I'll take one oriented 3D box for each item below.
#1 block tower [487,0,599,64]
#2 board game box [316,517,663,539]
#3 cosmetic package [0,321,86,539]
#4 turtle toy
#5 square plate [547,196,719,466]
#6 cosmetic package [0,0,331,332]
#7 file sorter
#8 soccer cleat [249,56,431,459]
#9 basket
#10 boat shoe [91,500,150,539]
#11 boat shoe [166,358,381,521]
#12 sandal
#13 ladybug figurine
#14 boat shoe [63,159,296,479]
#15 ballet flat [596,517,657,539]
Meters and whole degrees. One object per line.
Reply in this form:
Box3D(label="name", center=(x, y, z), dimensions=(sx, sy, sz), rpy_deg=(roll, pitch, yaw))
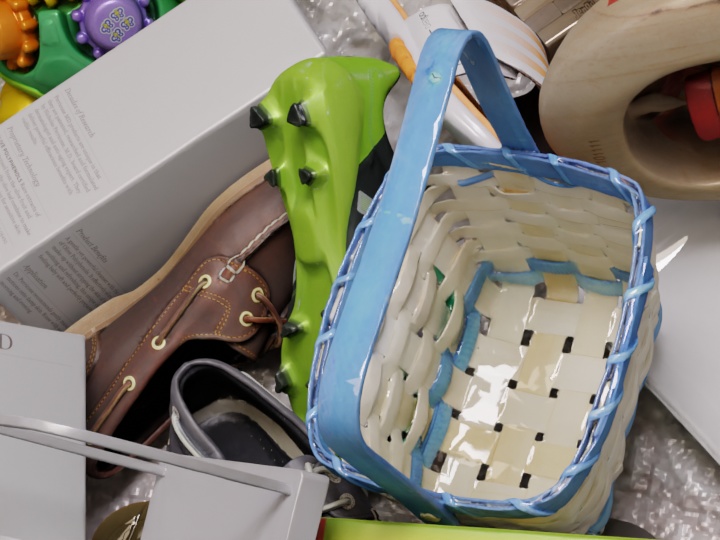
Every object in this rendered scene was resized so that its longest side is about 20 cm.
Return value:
Box3D(label="block tower", center=(0.088, -0.151, 1.045), dimensions=(0.058, 0.054, 0.200), rpy_deg=(-34, 57, 1))
Box3D(label="board game box", center=(0.060, 0.154, 0.799), dimensions=(0.199, 0.048, 0.102), rpy_deg=(1, 70, 22))
Box3D(label="cosmetic package", center=(-0.187, 0.124, 0.932), dimensions=(0.081, 0.112, 0.201), rpy_deg=(-30, 57, 50))
Box3D(label="turtle toy", center=(-0.123, -0.150, 1.096), dimensions=(0.199, 0.101, 0.147), rpy_deg=(-3, 63, 19))
Box3D(label="square plate", center=(0.217, 0.007, 0.931), dimensions=(0.200, 0.028, 0.198), rpy_deg=(-40, 57, -3))
Box3D(label="cosmetic package", center=(-0.097, -0.051, 1.033), dimensions=(0.199, 0.108, 0.085), rpy_deg=(-34, 55, 0))
Box3D(label="file sorter", center=(-0.117, 0.160, 0.814), dimensions=(0.139, 0.124, 0.201), rpy_deg=(-3, 71, 61))
Box3D(label="soccer cleat", center=(0.000, 0.000, 0.961), dimensions=(0.067, 0.081, 0.202), rpy_deg=(9, 109, 47))
Box3D(label="basket", center=(0.045, 0.023, 0.855), dimensions=(0.138, 0.200, 0.177), rpy_deg=(10, 66, 23))
Box3D(label="boat shoe", center=(-0.086, 0.207, 0.933), dimensions=(0.073, 0.063, 0.202), rpy_deg=(-12, 67, 9))
Box3D(label="boat shoe", center=(-0.032, 0.109, 0.910), dimensions=(0.072, 0.063, 0.200), rpy_deg=(-28, 42, -15))
Box3D(label="sandal", center=(0.052, -0.104, 0.992), dimensions=(0.059, 0.079, 0.207), rpy_deg=(-40, 37, 7))
Box3D(label="ladybug figurine", center=(0.176, -0.094, 0.905), dimensions=(0.198, 0.136, 0.072), rpy_deg=(-8, 52, 16))
Box3D(label="boat shoe", center=(-0.067, 0.022, 1.007), dimensions=(0.200, 0.070, 0.070), rpy_deg=(-42, 50, 6))
Box3D(label="ballet flat", center=(0.039, 0.152, 0.919), dimensions=(0.199, 0.047, 0.068), rpy_deg=(-13, 39, 8))
